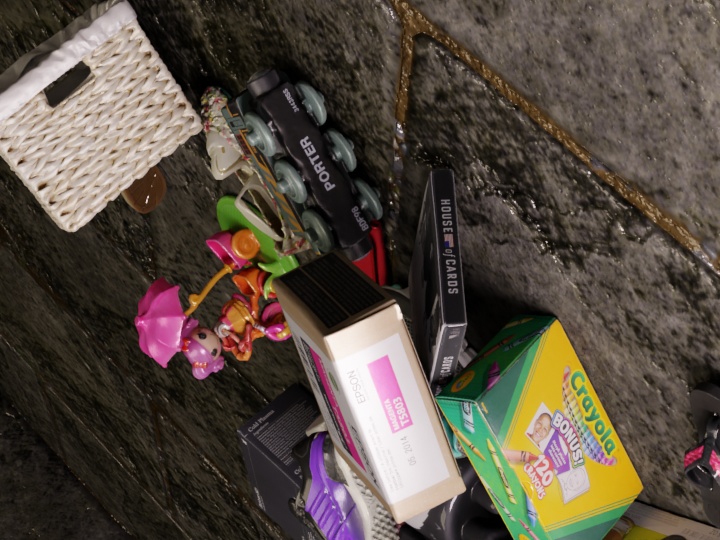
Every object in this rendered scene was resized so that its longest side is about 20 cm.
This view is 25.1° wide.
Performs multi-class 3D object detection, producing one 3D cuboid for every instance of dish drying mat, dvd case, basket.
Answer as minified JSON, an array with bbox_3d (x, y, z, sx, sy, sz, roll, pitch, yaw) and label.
[{"bbox_3d":[0.000,0.000,1.652,0.077,0.018,0.200,39,156,30],"label":"dish drying mat"},{"bbox_3d":[0.067,0.025,1.432,0.200,0.025,0.151,96,171,-62],"label":"dvd case"},{"bbox_3d":[-0.289,-0.164,1.692,0.161,0.198,0.200,53,172,-15],"label":"basket"}]

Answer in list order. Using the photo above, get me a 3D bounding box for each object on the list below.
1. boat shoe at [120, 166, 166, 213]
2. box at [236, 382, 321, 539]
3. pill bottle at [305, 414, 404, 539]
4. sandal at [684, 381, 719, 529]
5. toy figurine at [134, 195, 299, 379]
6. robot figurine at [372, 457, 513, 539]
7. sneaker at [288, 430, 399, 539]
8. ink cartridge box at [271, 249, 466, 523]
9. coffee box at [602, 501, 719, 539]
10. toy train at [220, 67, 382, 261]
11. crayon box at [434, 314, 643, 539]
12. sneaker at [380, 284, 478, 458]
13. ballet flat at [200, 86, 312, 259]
[{"bbox_3d":[-0.298,-0.155,1.933,0.072,0.072,0.200,30,156,40],"label":"boat shoe"},{"bbox_3d":[-0.051,0.277,2.075,0.182,0.104,0.200,38,155,27],"label":"box"},{"bbox_3d":[0.036,0.229,1.813,0.200,0.114,0.114,51,158,-2],"label":"pill bottle"},{"bbox_3d":[0.292,0.167,1.301,0.075,0.045,0.200,33,152,38],"label":"sandal"},{"bbox_3d":[-0.163,0.049,1.829,0.200,0.184,0.150,57,158,-16],"label":"toy figurine"},{"bbox_3d":[0.091,0.218,1.670,0.200,0.150,0.125,28,162,45],"label":"robot figurine"},{"bbox_3d":[-0.024,0.267,1.750,0.099,0.070,0.201,-12,95,25],"label":"sneaker"},{"bbox_3d":[0.005,0.101,1.447,0.201,0.075,0.165,70,168,-22],"label":"ink cartridge box"},{"bbox_3d":[0.261,0.356,1.455,0.199,0.198,0.200,10,134,59],"label":"coffee box"},{"bbox_3d":[-0.055,-0.098,1.523,0.200,0.085,0.114,60,163,-13],"label":"toy train"},{"bbox_3d":[0.161,0.154,1.433,0.058,0.119,0.200,2,128,52],"label":"crayon box"},{"bbox_3d":[0.066,0.099,1.580,0.200,0.091,0.078,46,157,14],"label":"sneaker"},{"bbox_3d":[-0.112,-0.098,1.658,0.200,0.064,0.076,52,159,1],"label":"ballet flat"}]
